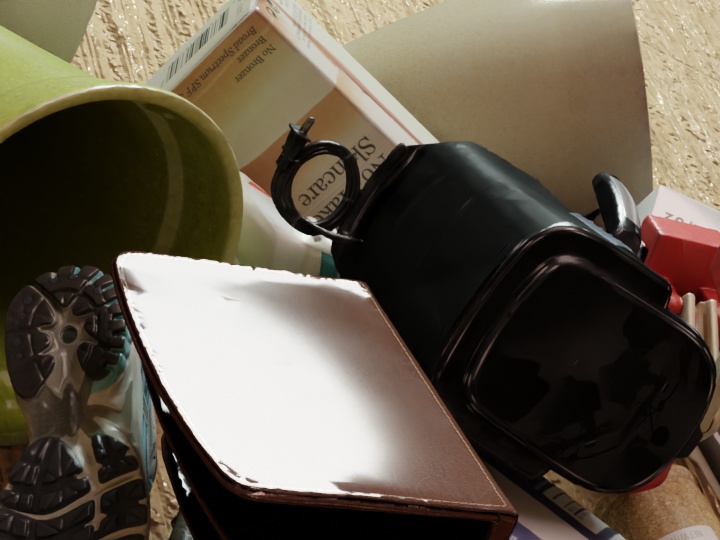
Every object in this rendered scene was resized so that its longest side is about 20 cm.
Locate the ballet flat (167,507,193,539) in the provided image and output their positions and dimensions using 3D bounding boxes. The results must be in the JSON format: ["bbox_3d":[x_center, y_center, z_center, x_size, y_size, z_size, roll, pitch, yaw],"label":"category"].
[{"bbox_3d":[-0.082,0.162,1.235,0.067,0.046,0.200,52,28,-23],"label":"ballet flat"}]

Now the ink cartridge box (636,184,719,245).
[{"bbox_3d":[0.193,0.020,1.520,0.115,0.200,0.068,23,64,-9],"label":"ink cartridge box"}]

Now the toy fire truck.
[{"bbox_3d":[0.169,0.042,1.350,0.049,0.200,0.141,13,23,-16],"label":"toy fire truck"}]

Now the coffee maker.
[{"bbox_3d":[0.060,0.017,1.303,0.192,0.135,0.200,9,12,-15],"label":"coffee maker"}]

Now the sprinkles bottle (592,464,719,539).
[{"bbox_3d":[0.189,0.193,1.385,0.068,0.068,0.200,9,34,-30],"label":"sprinkles bottle"}]

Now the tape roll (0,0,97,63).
[{"bbox_3d":[-0.234,-0.204,1.501,0.139,0.203,0.203,15,33,-24],"label":"tape roll"}]

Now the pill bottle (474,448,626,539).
[{"bbox_3d":[0.069,0.156,1.297,0.200,0.111,0.111,37,31,15],"label":"pill bottle"}]

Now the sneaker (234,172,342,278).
[{"bbox_3d":[0.000,0.001,1.429,0.200,0.093,0.070,47,18,-23],"label":"sneaker"}]

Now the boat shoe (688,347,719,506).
[{"bbox_3d":[0.232,0.132,1.452,0.200,0.057,0.067,60,5,7],"label":"boat shoe"}]

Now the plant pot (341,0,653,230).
[{"bbox_3d":[0.066,-0.091,1.604,0.200,0.187,0.187,-6,36,-2],"label":"plant pot"}]

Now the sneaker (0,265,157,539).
[{"bbox_3d":[-0.122,0.101,1.232,0.078,0.086,0.200,-7,61,15],"label":"sneaker"}]

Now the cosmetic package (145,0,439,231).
[{"bbox_3d":[-0.022,-0.061,1.491,0.200,0.103,0.087,42,16,-15],"label":"cosmetic package"}]

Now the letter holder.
[{"bbox_3d":[-0.043,0.086,1.158,0.142,0.101,0.200,9,25,-26],"label":"letter holder"}]

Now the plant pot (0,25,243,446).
[{"bbox_3d":[-0.192,-0.043,1.328,0.200,0.200,0.184,-1,29,-41],"label":"plant pot"}]
